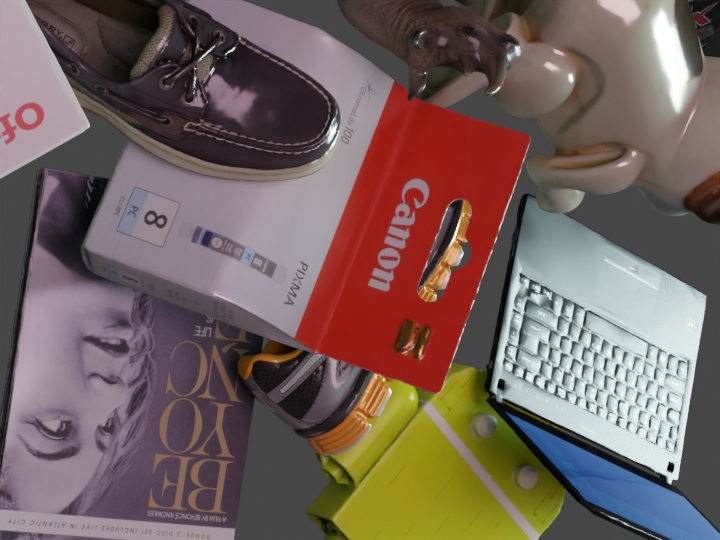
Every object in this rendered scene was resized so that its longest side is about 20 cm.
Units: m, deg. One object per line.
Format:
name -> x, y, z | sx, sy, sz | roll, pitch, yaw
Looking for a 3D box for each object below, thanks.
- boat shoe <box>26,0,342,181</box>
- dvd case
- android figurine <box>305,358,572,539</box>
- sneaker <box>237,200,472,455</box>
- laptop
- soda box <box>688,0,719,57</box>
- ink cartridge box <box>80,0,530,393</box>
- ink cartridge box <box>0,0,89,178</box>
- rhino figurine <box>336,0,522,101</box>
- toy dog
boat shoe -> -0.103, -0.105, 1.119 | 0.199, 0.065, 0.072 | 24, 69, 0
dvd case -> -0.121, 0.054, 1.198 | 0.148, 0.016, 0.201 | 9, 89, -33
android figurine -> 0.050, 0.138, 1.301 | 0.200, 0.041, 0.182 | -46, 116, -19
sneaker -> 0.000, 0.000, 1.233 | 0.077, 0.078, 0.201 | 31, 71, -22
laptop -> 0.170, 0.072, 1.303 | 0.177, 0.103, 0.201 | 27, 66, -38
soda box -> 0.246, -0.174, 1.387 | 0.071, 0.063, 0.200 | 38, 74, -28
ink cartridge box -> -0.025, -0.043, 1.162 | 0.199, 0.047, 0.161 | 19, 71, 5
ink cartridge box -> -0.244, -0.124, 1.014 | 0.147, 0.145, 0.201 | -29, 109, -12
rhino figurine -> 0.024, -0.156, 1.189 | 0.087, 0.200, 0.060 | -13, 140, -23
toy dog -> 0.162, -0.111, 1.259 | 0.200, 0.194, 0.140 | 39, 36, -22
